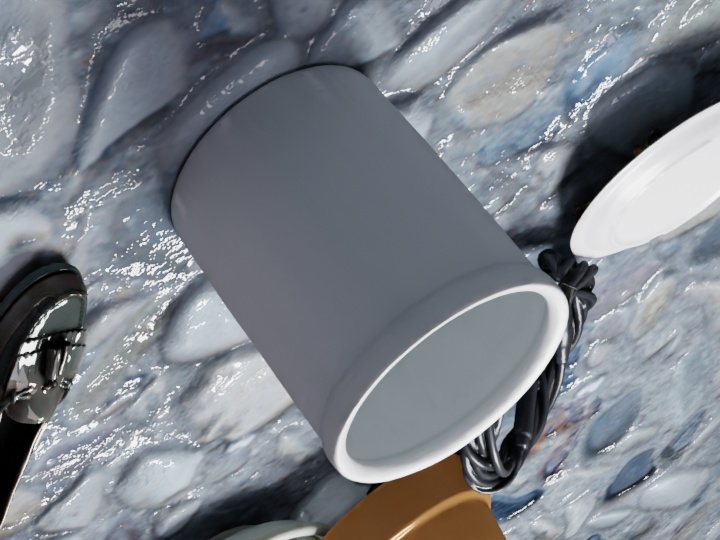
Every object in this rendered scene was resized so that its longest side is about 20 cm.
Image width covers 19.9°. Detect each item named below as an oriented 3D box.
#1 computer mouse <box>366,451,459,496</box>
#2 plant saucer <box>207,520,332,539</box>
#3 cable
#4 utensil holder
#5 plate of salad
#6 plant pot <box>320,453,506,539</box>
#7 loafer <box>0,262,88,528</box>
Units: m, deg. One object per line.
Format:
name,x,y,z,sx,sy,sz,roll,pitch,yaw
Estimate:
computer mouse,0.064,0.126,1.690,0.109,0.044,0.201,-25,153,-28
plant saucer,-0.109,0.260,1.669,0.199,0.050,0.201,-29,151,-18
cable,0.129,0.080,1.622,0.201,0.051,0.163,-69,164,2
utensil holder,0.000,0.000,1.246,0.169,0.200,0.170,-30,151,-18
plate of salad,0.240,-0.080,1.586,0.199,0.048,0.200,-30,160,-12
plant pot,0.054,0.269,1.686,0.200,0.140,0.201,-35,155,-19
loafer,-0.208,0.085,1.265,0.072,0.063,0.200,-8,139,-46
